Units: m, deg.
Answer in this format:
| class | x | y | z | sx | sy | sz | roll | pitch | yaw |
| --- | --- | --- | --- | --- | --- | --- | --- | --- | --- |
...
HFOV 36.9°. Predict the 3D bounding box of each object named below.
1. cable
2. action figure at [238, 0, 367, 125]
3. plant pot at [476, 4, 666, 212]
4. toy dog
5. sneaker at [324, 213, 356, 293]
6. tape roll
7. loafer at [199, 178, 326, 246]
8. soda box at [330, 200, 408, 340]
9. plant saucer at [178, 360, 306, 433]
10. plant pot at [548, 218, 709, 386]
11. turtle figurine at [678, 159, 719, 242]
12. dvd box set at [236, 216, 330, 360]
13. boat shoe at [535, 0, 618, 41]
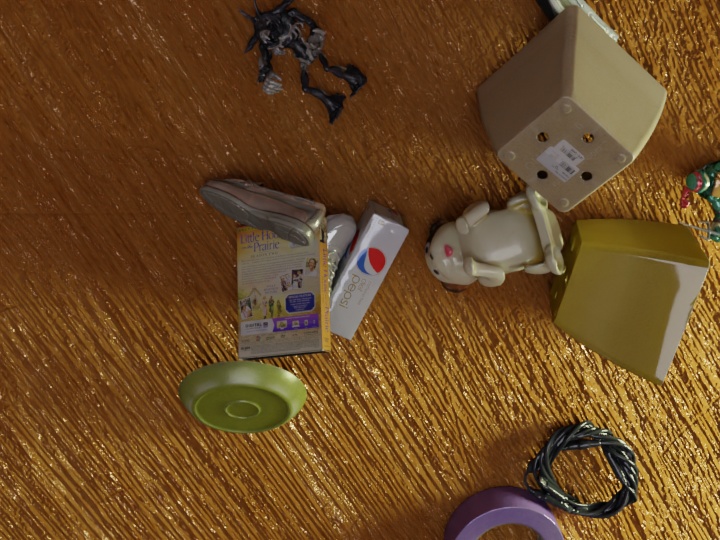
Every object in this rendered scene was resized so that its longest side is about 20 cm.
| class | x | y | z | sx | sy | sz | roll | pitch | yaw |
| --- | --- | --- | --- | --- | --- | --- | --- | --- | --- |
| cable | 0.385 | 0.339 | 1.818 | 0.199 | 0.051 | 0.164 | 27 | 101 | -11 |
| action figure | -0.087 | -0.301 | 1.504 | 0.200 | 0.102 | 0.119 | 37 | 115 | -18 |
| plant pot | 0.288 | -0.204 | 1.495 | 0.200 | 0.177 | 0.200 | 38 | 126 | -17 |
| toy dog | 0.190 | -0.045 | 1.602 | 0.199 | 0.194 | 0.140 | -16 | 95 | 18 |
| sneaker | -0.062 | 0.007 | 1.616 | 0.078 | 0.099 | 0.200 | 20 | 115 | -40 |
| tape roll | 0.245 | 0.472 | 1.842 | 0.199 | 0.066 | 0.201 | -2 | 111 | -5 |
| loafer | -0.140 | -0.096 | 1.569 | 0.199 | 0.072 | 0.063 | 23 | 67 | 24 |
| soda box | 0.000 | 0.000 | 1.641 | 0.063 | 0.068 | 0.201 | 23 | 107 | -13 |
| plant saucer | -0.183 | 0.204 | 1.669 | 0.199 | 0.031 | 0.200 | -1 | 143 | 0 |
| plant pot | 0.390 | 0.026 | 1.627 | 0.176 | 0.200 | 0.201 | 16 | 109 | 2 |
| turtle figurine | 0.564 | -0.128 | 1.623 | 0.199 | 0.101 | 0.150 | -3 | 127 | -20 |
| dvd box set | -0.114 | 0.026 | 1.580 | 0.146 | 0.029 | 0.201 | -8 | 77 | 26 |
| boat shoe | 0.291 | -0.385 | 1.520 | 0.065 | 0.074 | 0.202 | -39 | 113 | 4 |
